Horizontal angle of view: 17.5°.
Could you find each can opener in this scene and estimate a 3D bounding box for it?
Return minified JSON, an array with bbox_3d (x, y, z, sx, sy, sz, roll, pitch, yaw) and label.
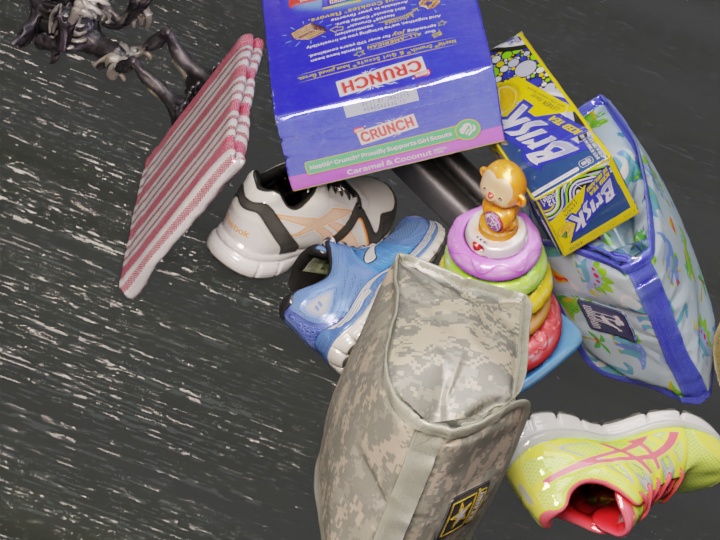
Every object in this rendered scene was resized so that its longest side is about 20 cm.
[{"bbox_3d":[0.035,-0.093,1.898,0.200,0.067,0.053,45,57,5],"label":"can opener"}]

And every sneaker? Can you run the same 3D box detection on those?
[{"bbox_3d":[0.000,0.000,1.788,0.089,0.079,0.200,33,32,7],"label":"sneaker"},{"bbox_3d":[-0.031,-0.049,1.838,0.074,0.080,0.200,38,31,24],"label":"sneaker"},{"bbox_3d":[0.190,0.157,1.708,0.200,0.078,0.090,0,47,-28],"label":"sneaker"}]

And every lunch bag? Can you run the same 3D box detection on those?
[{"bbox_3d":[0.204,-0.007,1.837,0.170,0.127,0.200,59,1,-40],"label":"lunch bag"},{"bbox_3d":[0.039,0.114,1.560,0.117,0.164,0.200,19,32,-5],"label":"lunch bag"}]

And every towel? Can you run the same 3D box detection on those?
[{"bbox_3d":[-0.121,-0.079,1.753,0.030,0.146,0.200,31,29,-17],"label":"towel"}]

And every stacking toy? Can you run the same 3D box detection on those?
[{"bbox_3d":[0.101,-0.007,1.733,0.110,0.200,0.116,-34,58,-27],"label":"stacking toy"}]

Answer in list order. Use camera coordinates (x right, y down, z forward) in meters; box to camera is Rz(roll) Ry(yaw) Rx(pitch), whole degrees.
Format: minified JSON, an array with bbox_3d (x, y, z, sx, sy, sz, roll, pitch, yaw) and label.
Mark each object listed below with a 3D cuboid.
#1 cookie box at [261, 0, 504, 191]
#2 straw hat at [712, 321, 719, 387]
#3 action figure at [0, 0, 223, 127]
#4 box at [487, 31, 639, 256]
[{"bbox_3d":[0.013,-0.164,1.813,0.171,0.075,0.200,-13,38,4],"label":"cookie box"},{"bbox_3d":[0.335,0.128,1.838,0.201,0.085,0.201,18,44,-19],"label":"straw hat"},{"bbox_3d":[-0.202,-0.203,1.921,0.200,0.102,0.119,33,43,9],"label":"action figure"},{"bbox_3d":[0.138,-0.099,1.792,0.064,0.070,0.200,59,2,-37],"label":"box"}]
